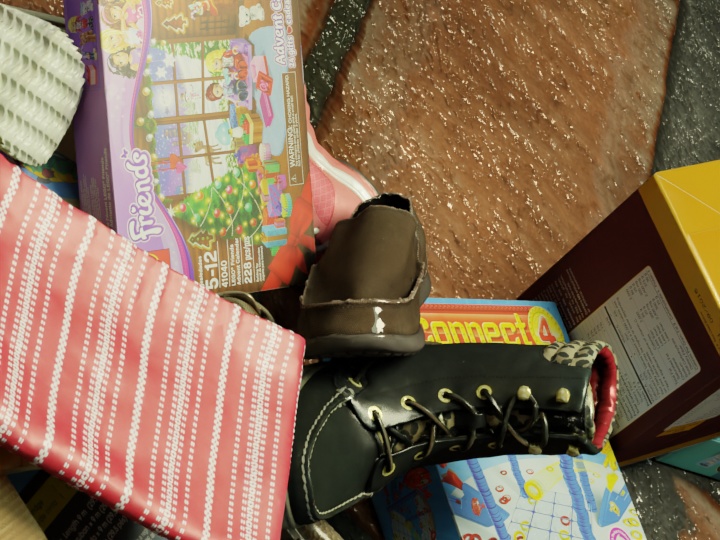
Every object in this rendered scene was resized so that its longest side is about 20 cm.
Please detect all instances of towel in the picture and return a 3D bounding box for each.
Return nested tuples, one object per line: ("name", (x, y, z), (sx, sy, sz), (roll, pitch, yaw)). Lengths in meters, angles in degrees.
("towel", (-0.108, 0.041, 0.968), (0.200, 0.022, 0.145), (33, 42, -26))

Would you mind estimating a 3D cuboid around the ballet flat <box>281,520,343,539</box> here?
("ballet flat", (-0.004, 0.184, 1.183), (0.200, 0.067, 0.046), (50, 41, -2))

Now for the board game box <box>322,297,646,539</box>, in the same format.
("board game box", (0.082, 0.117, 1.350), (0.200, 0.056, 0.196), (2, 63, -51))

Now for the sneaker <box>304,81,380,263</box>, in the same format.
("sneaker", (-0.054, -0.049, 1.297), (0.087, 0.074, 0.200), (-48, 114, -40))

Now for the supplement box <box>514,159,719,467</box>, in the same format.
("supplement box", (0.244, 0.024, 1.450), (0.197, 0.200, 0.133), (-12, 70, -34))

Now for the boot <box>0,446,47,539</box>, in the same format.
("boot", (-0.156, 0.037, 0.979), (0.144, 0.071, 0.201), (58, 42, -13))

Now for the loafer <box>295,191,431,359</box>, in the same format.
("loafer", (0.000, 0.000, 1.203), (0.200, 0.073, 0.071), (-76, 163, -76))

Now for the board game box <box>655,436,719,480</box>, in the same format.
("board game box", (0.284, 0.087, 1.639), (0.200, 0.047, 0.151), (20, 50, -43))

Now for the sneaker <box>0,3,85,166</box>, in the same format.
("sneaker", (-0.221, -0.118, 1.089), (0.070, 0.099, 0.200), (-64, 151, -6))

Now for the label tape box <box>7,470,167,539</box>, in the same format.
("label tape box", (-0.137, 0.157, 1.030), (0.200, 0.063, 0.144), (49, 35, -8))

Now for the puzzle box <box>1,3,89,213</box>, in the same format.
("puzzle box", (-0.177, -0.085, 1.205), (0.200, 0.025, 0.133), (6, 59, -50))

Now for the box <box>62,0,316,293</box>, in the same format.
("box", (-0.093, -0.083, 1.195), (0.137, 0.039, 0.201), (-9, 98, -39))

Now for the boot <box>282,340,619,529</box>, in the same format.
("boot", (0.046, 0.081, 1.152), (0.204, 0.153, 0.074), (-38, 124, -64))

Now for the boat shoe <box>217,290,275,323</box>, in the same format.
("boat shoe", (-0.071, 0.052, 1.168), (0.200, 0.072, 0.076), (17, 22, -50))
